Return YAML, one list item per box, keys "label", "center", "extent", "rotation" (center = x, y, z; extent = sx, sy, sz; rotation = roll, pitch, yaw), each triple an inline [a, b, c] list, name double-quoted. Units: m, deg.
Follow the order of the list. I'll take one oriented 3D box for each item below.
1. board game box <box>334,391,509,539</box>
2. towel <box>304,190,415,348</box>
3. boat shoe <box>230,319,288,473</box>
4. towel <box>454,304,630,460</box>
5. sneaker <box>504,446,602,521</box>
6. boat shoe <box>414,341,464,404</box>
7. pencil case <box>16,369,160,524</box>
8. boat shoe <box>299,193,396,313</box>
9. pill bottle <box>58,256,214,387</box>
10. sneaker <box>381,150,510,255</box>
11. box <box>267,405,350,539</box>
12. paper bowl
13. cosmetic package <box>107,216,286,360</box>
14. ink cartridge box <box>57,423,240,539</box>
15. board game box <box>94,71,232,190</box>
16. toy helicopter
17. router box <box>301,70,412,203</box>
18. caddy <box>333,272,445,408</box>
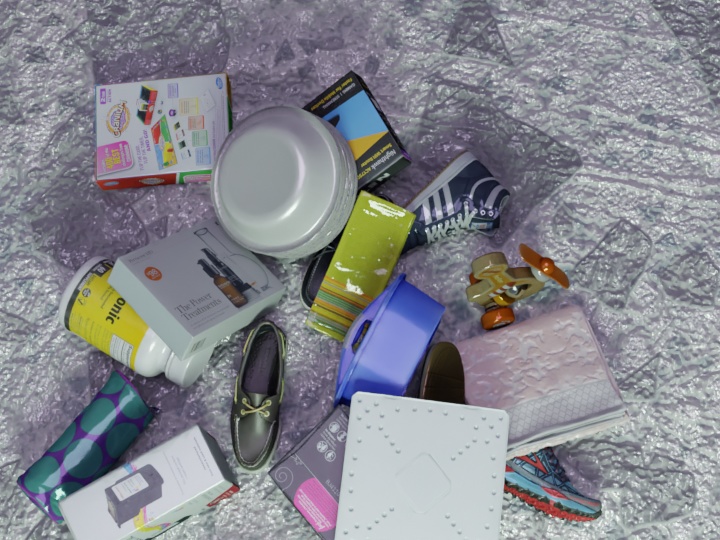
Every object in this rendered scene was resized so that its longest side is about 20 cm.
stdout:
- label: "board game box"
  center: [0.076, 0.262, 1.428]
  extent: [0.197, 0.026, 0.203]
  rotation: [7, 75, 1]
- label: "towel"
  center: [0.000, 0.000, 1.584]
  extent: [0.085, 0.018, 0.202]
  rotation: [22, 98, -9]
- label: "boat shoe"
  center: [-0.139, 0.167, 1.568]
  extent: [0.071, 0.061, 0.204]
  rotation: [5, 73, 5]
- label: "towel"
  center: [0.230, 0.145, 1.537]
  extent: [0.197, 0.032, 0.192]
  rotation: [-17, 50, -4]
- label: "sneaker"
  center: [0.230, 0.253, 1.514]
  extent: [0.198, 0.079, 0.096]
  rotation: [26, 74, 10]
- label: "boat shoe"
  center: [0.090, 0.194, 1.528]
  extent: [0.072, 0.064, 0.203]
  rotation: [10, 84, -33]
- label: "pencil case"
  center: [-0.362, 0.234, 1.547]
  extent: [0.200, 0.092, 0.085]
  rotation: [-49, 112, -14]
- label: "boat shoe"
  center: [-0.018, -0.028, 1.620]
  extent: [0.074, 0.062, 0.201]
  rotation: [36, 80, 11]
- label: "pill bottle"
  center: [-0.300, 0.074, 1.578]
  extent: [0.198, 0.111, 0.112]
  rotation: [29, 77, 10]
- label: "sneaker"
  center: [0.122, -0.066, 1.620]
  extent: [0.108, 0.070, 0.200]
  rotation: [41, 76, 15]
- label: "box"
  center: [-0.005, 0.296, 1.495]
  extent: [0.132, 0.115, 0.200]
  rotation: [-41, 78, -10]
- label: "paper bowl"
  center: [-0.111, -0.122, 1.573]
  extent: [0.198, 0.104, 0.204]
  rotation: [-2, 84, 24]
- label: "cosmetic package"
  center: [-0.216, 0.019, 1.561]
  extent: [0.151, 0.052, 0.199]
  rotation: [42, 37, 14]
- label: "ink cartridge box"
  center: [-0.267, 0.289, 1.494]
  extent: [0.198, 0.146, 0.083]
  rotation: [-29, 76, -5]
- label: "board game box"
  center: [-0.285, -0.203, 1.697]
  extent: [0.197, 0.040, 0.155]
  rotation: [-4, 73, 2]
- label: "toy helicopter"
  center: [0.196, 0.009, 1.525]
  extent: [0.131, 0.200, 0.080]
  rotation: [-19, 72, 15]
- label: "router box"
  center: [-0.046, -0.158, 1.633]
  extent: [0.199, 0.051, 0.150]
  rotation: [-36, 74, 15]
- label: "caddy"
  center: [0.030, 0.102, 1.538]
  extent: [0.104, 0.142, 0.202]
  rotation: [27, 76, 7]
